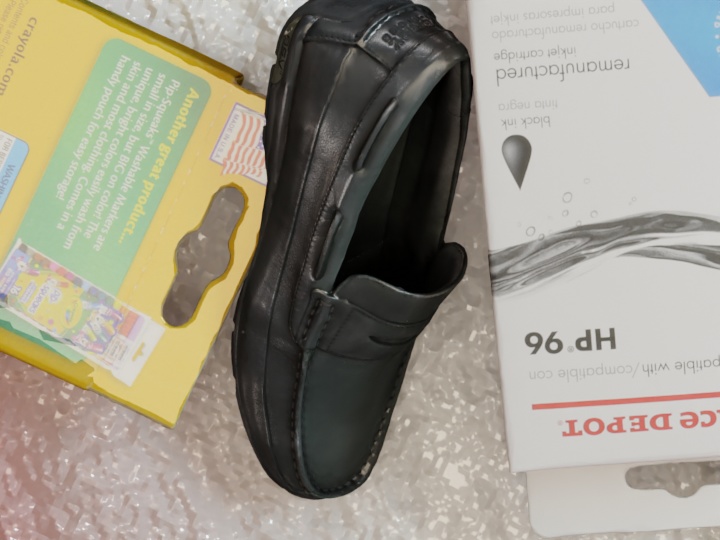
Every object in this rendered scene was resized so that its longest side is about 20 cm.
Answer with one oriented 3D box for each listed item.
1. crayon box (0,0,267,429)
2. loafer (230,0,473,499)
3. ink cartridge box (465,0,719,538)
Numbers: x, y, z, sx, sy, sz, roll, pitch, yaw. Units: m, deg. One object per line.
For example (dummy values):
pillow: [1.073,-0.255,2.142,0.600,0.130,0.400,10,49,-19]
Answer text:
crayon box: [-0.130,-0.042,0.944,0.200,0.052,0.126,26,96,-1]
loafer: [0.000,0.000,0.910,0.070,0.068,0.201,30,127,35]
ink cartridge box: [0.102,0.000,0.874,0.116,0.068,0.200,-5,101,7]
